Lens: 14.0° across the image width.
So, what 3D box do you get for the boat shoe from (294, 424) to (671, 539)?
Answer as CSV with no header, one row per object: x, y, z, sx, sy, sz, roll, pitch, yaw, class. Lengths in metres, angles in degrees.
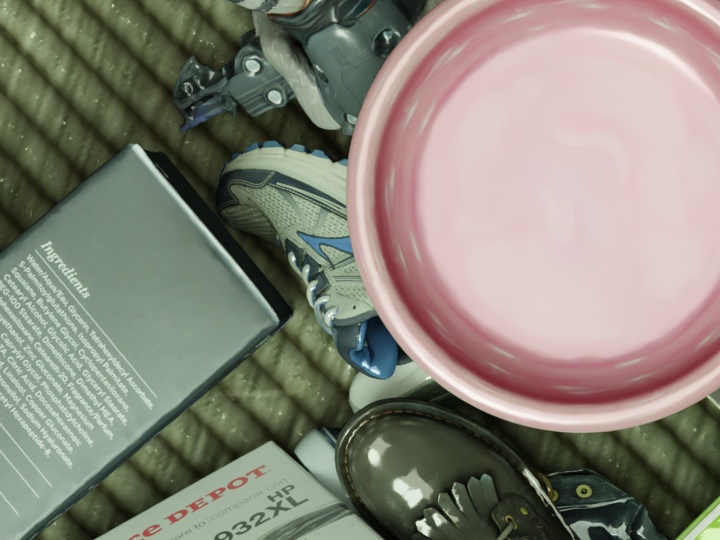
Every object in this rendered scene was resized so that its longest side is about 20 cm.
0.069,0.117,1.390,0.200,0.071,0.091,38,91,-6,boat shoe

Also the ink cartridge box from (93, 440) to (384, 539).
-0.047,0.175,1.305,0.145,0.200,0.084,-28,119,-15,ink cartridge box

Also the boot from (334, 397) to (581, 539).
0.075,0.140,1.268,0.200,0.174,0.069,41,94,-8,boot

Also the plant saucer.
0.094,-0.032,1.255,0.199,0.051,0.202,0,88,3,plant saucer

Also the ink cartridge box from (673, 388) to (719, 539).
0.169,0.102,1.343,0.200,0.148,0.076,45,102,9,ink cartridge box

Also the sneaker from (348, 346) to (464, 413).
0.066,-0.005,1.395,0.200,0.070,0.080,-41,74,-1,sneaker

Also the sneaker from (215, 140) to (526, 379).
0.000,0.000,1.346,0.199,0.077,0.086,18,81,40,sneaker

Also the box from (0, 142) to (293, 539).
-0.140,0.045,1.353,0.200,0.148,0.107,-41,89,2,box

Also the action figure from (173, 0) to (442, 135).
-0.034,-0.106,1.327,0.200,0.105,0.193,-32,122,32,action figure
